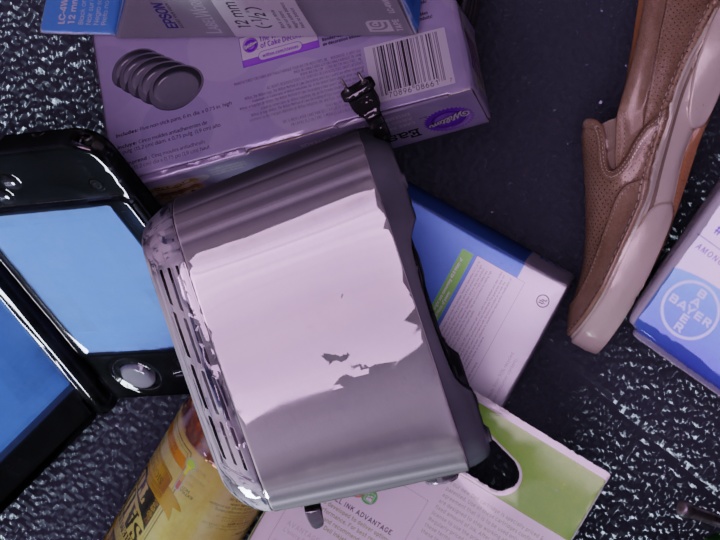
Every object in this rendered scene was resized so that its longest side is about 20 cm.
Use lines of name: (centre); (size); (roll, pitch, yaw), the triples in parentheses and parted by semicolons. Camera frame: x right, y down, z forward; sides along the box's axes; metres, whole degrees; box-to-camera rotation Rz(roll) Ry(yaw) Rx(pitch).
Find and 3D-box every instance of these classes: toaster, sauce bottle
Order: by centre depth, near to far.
toaster: (-0.024, 0.020, 1.380); (0.128, 0.114, 0.201); (-18, 100, 0)
sauce bottle: (-0.100, 0.143, 1.511); (0.066, 0.066, 0.200); (34, 120, 4)

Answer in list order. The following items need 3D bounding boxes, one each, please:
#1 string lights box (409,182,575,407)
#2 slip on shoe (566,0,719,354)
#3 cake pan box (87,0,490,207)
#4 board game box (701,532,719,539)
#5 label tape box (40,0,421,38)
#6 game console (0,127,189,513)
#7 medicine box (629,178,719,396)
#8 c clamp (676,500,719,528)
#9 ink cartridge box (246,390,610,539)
string lights box: (0.000, 0.000, 1.505); (0.199, 0.059, 0.103); (30, 100, 5)
slip on shoe: (0.138, -0.059, 1.466); (0.060, 0.076, 0.201); (22, 95, 1)
cake pan box: (-0.040, -0.141, 1.464); (0.199, 0.052, 0.185); (-16, 69, 10)
board game box: (0.153, 0.251, 1.401); (0.152, 0.040, 0.201); (-26, 89, 1)
label tape box: (-0.065, -0.192, 1.428); (0.199, 0.066, 0.144); (2, 70, 14)
game console: (-0.169, 0.039, 1.456); (0.175, 0.117, 0.200); (-4, 140, 31)
medicine box: (0.263, -0.007, 1.441); (0.182, 0.103, 0.200); (35, 101, 3)
c clamp: (0.215, 0.227, 1.463); (0.170, 0.027, 0.201); (12, 78, -33)
ink cartridge box: (0.025, 0.144, 1.501); (0.147, 0.076, 0.201); (31, 105, 4)
